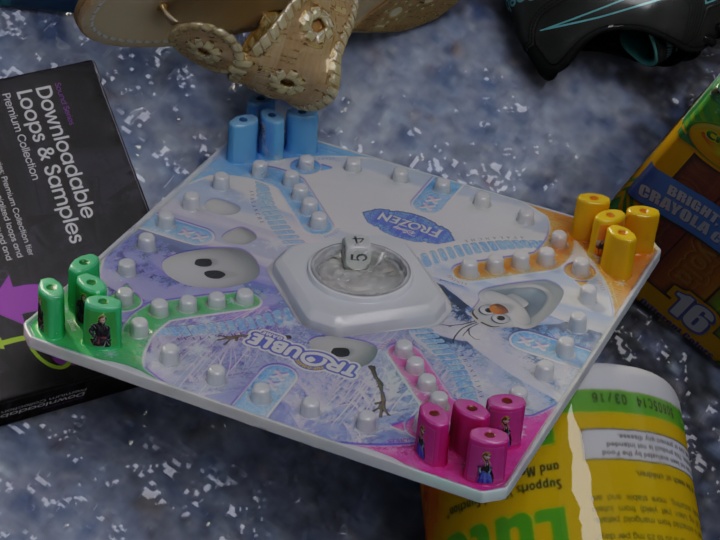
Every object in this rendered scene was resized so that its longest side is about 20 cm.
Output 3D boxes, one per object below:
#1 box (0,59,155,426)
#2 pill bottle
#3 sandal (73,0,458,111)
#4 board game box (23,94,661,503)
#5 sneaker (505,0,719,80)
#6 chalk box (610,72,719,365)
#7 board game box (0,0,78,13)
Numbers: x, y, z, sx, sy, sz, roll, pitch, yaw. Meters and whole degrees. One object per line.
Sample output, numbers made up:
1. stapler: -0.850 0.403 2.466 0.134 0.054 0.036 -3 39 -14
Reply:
1. box: -0.182 0.000 0.850 0.199 0.036 0.143 -15 71 -21
2. pill bottle: 0.086 0.147 0.814 0.111 0.111 0.201 1 65 -16
3. sandal: -0.019 -0.105 0.900 0.211 0.078 0.070 -12 63 -43
4. board game box: 0.000 0.000 0.825 0.199 0.026 0.200 18 34 18
5. sneaker: 0.162 -0.139 1.005 0.199 0.075 0.080 -8 79 -11
6. chalk box: 0.206 -0.052 0.892 0.125 0.200 0.124 39 61 5
7. board game box: -0.103 -0.177 0.862 0.150 0.200 0.047 4 64 -14
